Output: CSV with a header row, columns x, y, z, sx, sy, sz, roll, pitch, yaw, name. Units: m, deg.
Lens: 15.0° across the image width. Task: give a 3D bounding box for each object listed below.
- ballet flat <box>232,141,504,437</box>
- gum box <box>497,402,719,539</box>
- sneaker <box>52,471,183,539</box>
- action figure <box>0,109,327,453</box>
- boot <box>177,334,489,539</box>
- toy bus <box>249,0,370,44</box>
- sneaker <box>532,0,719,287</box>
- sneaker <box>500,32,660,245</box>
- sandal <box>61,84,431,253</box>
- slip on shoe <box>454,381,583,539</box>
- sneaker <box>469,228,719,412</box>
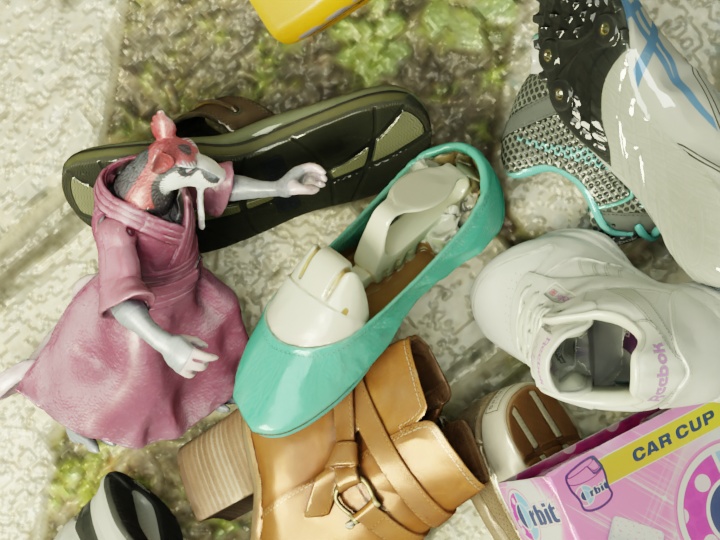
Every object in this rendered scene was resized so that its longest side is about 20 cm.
x,y,z,sx,sy,sz,roll,pitch,yaw,name
0.000,0.000,1.424,0.067,0.071,0.200,30,60,30,ballet flat
0.187,0.119,1.424,0.199,0.066,0.114,-25,91,-22,gum box
-0.141,0.203,1.430,0.076,0.201,0.115,39,107,-25,sneaker
-0.110,-0.007,1.429,0.148,0.134,0.201,21,134,21,action figure
0.006,0.145,1.453,0.155,0.077,0.201,-27,78,20,boot
0.029,-0.199,1.427,0.199,0.078,0.065,-32,89,30,toy bus
0.155,-0.078,1.393,0.072,0.072,0.201,-45,69,39,sneaker
0.162,-0.045,1.455,0.199,0.078,0.092,31,97,11,sneaker
-0.061,-0.061,1.473,0.200,0.080,0.058,-13,47,-4,sandal
0.113,0.156,1.469,0.060,0.076,0.201,-26,100,43,slip on shoe
0.110,0.025,1.401,0.099,0.199,0.075,-10,104,-35,sneaker
